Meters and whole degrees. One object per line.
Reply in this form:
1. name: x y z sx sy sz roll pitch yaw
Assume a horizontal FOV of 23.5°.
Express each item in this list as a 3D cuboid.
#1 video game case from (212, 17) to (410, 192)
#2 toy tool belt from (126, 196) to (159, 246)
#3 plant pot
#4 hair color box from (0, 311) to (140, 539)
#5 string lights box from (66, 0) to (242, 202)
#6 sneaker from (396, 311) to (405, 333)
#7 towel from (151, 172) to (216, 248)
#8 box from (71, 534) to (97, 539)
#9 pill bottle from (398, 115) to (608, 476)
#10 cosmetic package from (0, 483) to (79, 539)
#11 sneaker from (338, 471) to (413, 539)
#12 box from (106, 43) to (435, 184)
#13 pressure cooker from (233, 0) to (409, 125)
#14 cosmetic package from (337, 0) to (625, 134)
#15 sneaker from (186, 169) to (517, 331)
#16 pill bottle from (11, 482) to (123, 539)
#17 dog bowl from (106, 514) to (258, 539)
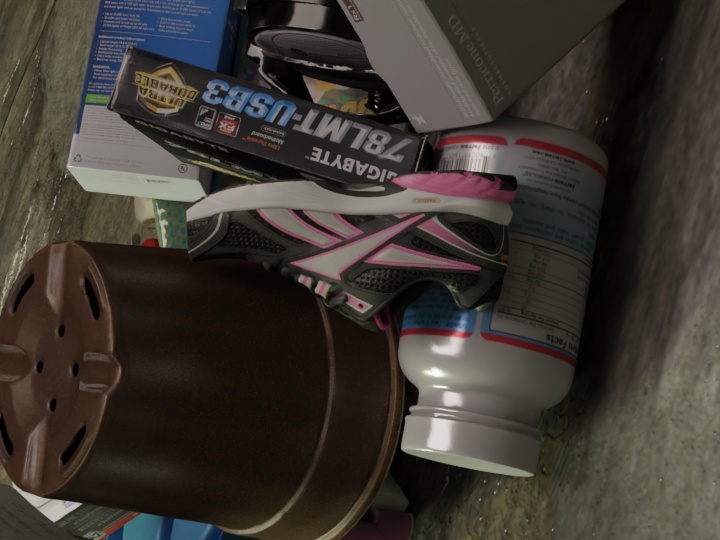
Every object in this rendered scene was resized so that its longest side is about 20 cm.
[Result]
1. video game case: -0.036 -0.090 1.282 0.142 0.018 0.202 5 76 15
2. toy tool belt: -0.117 -0.071 1.401 0.125 0.122 0.202 144 128 -60
3. plant pot: -0.111 0.070 1.071 0.199 0.197 0.202 -14 72 50
4. hair color box: -0.227 0.109 1.373 0.110 0.064 0.201 -33 55 17
5. string lights box: -0.149 -0.158 1.304 0.059 0.102 0.202 71 -153 -73
6. sneaker: 0.000 0.000 1.158 0.199 0.082 0.077 1 46 38
7. towel: -0.088 -0.066 1.313 0.022 0.145 0.202 67 -168 -72
8. box: -0.189 0.293 1.253 0.196 0.199 0.125 -38 46 43
9. pill bottle: 0.082 0.016 1.041 0.108 0.108 0.202 -3 73 57
10. cosmetic package: -0.301 0.219 1.083 0.164 0.199 0.167 15 91 56
11. sneaker: -0.020 0.129 1.190 0.089 0.080 0.201 116 154 -46
12. box: -0.045 -0.080 1.131 0.198 0.198 0.050 25 -98 -82
13. pressure cooker: 0.014 -0.199 1.196 0.176 0.177 0.202 180 105 -73
14. cosmetic package: 0.092 -0.181 1.033 0.200 0.107 0.090 -46 21 -27
15. sneaker: -0.009 -0.008 0.983 0.198 0.080 0.087 -3 88 22
16. pill bottle: -0.236 0.175 1.467 0.113 0.112 0.202 -11 66 56
17. dog bowl: -0.131 0.193 1.348 0.199 0.049 0.113 -19 56 53
